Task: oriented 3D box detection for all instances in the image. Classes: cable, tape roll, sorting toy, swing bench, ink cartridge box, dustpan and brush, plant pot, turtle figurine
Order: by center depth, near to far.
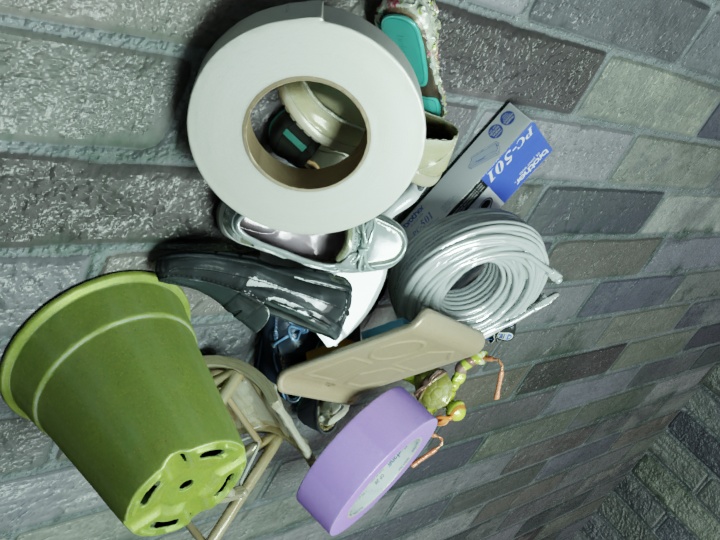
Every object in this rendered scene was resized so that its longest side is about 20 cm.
[{"bbox_3d":[-0.044,-0.122,0.725,0.202,0.037,0.203,0,128,0],"label":"tape roll"},{"bbox_3d":[-0.205,0.136,0.811,0.200,0.190,0.200,-29,145,-23],"label":"plant pot"},{"bbox_3d":[0.001,-0.032,0.932,0.200,0.057,0.140,-38,110,-3],"label":"dustpan and brush"},{"bbox_3d":[-0.175,0.209,0.998,0.200,0.130,0.199,-40,148,-16],"label":"swing bench"},{"bbox_3d":[0.026,0.099,1.000,0.199,0.037,0.185,-26,156,21],"label":"sorting toy"},{"bbox_3d":[0.130,0.010,1.042,0.200,0.069,0.200,-33,138,8],"label":"cable"},{"bbox_3d":[0.142,-0.101,1.060,0.200,0.044,0.094,-48,150,7],"label":"ink cartridge box"},{"bbox_3d":[0.010,0.246,1.119,0.200,0.066,0.200,-42,159,-20],"label":"tape roll"},{"bbox_3d":[0.092,0.164,1.207,0.064,0.161,0.200,13,119,-54],"label":"turtle figurine"}]

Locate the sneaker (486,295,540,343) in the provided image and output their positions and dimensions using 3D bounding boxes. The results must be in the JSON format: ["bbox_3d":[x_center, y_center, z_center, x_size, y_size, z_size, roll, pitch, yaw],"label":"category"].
[{"bbox_3d":[0.163,0.066,1.163,0.200,0.089,0.079,-37,162,-12],"label":"sneaker"}]

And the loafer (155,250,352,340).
[{"bbox_3d":[-0.103,0.025,0.845,0.200,0.068,0.071,12,81,-22],"label":"loafer"}]

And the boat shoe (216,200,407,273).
[{"bbox_3d":[-0.039,-0.034,0.848,0.201,0.065,0.075,14,100,-26],"label":"boat shoe"}]

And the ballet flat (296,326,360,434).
[{"bbox_3d":[-0.030,0.142,1.133,0.073,0.073,0.201,-14,138,-39],"label":"ballet flat"}]

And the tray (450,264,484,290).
[{"bbox_3d":[0.155,-0.002,1.167,0.200,0.022,0.107,-21,154,-48],"label":"tray"}]

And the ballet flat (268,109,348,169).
[{"bbox_3d":[-0.013,-0.102,0.860,0.200,0.068,0.068,10,120,-53],"label":"ballet flat"}]

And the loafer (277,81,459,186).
[{"bbox_3d":[0.012,-0.144,0.799,0.199,0.076,0.068,18,127,-38],"label":"loafer"}]

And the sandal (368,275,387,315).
[{"bbox_3d":[-0.001,0.000,1.010,0.075,0.048,0.201,-31,144,-20],"label":"sandal"}]

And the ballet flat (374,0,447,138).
[{"bbox_3d":[0.055,-0.194,0.834,0.200,0.075,0.064,87,23,-58],"label":"ballet flat"}]

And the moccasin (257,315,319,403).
[{"bbox_3d":[-0.072,0.071,0.997,0.080,0.068,0.201,-23,140,-27],"label":"moccasin"}]
